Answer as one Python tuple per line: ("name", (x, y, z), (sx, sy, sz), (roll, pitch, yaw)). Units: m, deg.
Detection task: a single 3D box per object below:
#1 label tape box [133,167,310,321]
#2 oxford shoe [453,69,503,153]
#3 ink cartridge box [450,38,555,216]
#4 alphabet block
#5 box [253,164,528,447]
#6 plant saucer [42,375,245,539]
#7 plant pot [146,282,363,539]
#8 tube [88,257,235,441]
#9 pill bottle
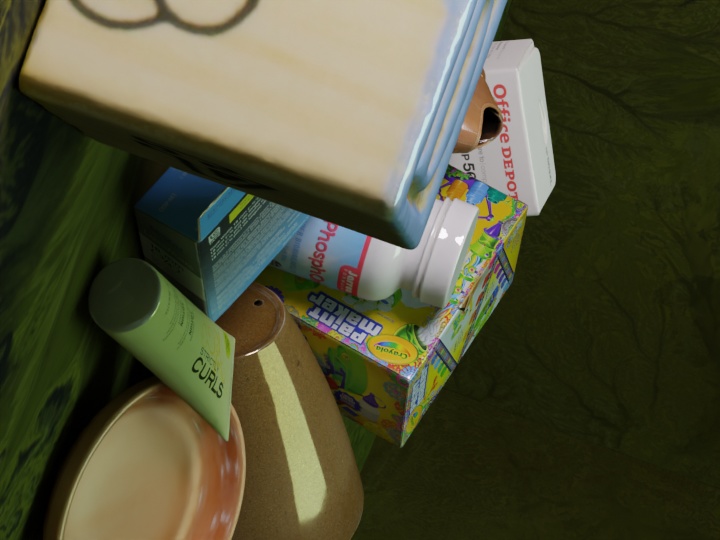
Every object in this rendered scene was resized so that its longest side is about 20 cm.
("label tape box", (-0.081, -0.064, 1.351), (0.144, 0.063, 0.200), (-49, 167, -17))
("oxford shoe", (0.083, -0.128, 1.621), (0.200, 0.071, 0.072), (-58, 168, -68))
("ink cartridge box", (0.068, -0.125, 1.849), (0.084, 0.199, 0.146), (-57, 139, -61))
("alphabet block", (-0.037, -0.136, 1.053), (0.196, 0.199, 0.196), (54, 56, -83))
("box", (0.000, 0.000, 1.643), (0.193, 0.200, 0.122), (-54, 164, -27))
("plant saucer", (-0.156, 0.167, 1.412), (0.200, 0.037, 0.201), (-29, 126, -47))
("plant pot", (-0.096, 0.111, 1.556), (0.187, 0.186, 0.200), (-64, 157, -47))
("tube", (-0.119, 0.049, 1.345), (0.058, 0.052, 0.200), (-48, 153, -6))
("pill bottle", (-0.016, -0.042, 1.533), (0.109, 0.199, 0.109), (19, 90, -84))
